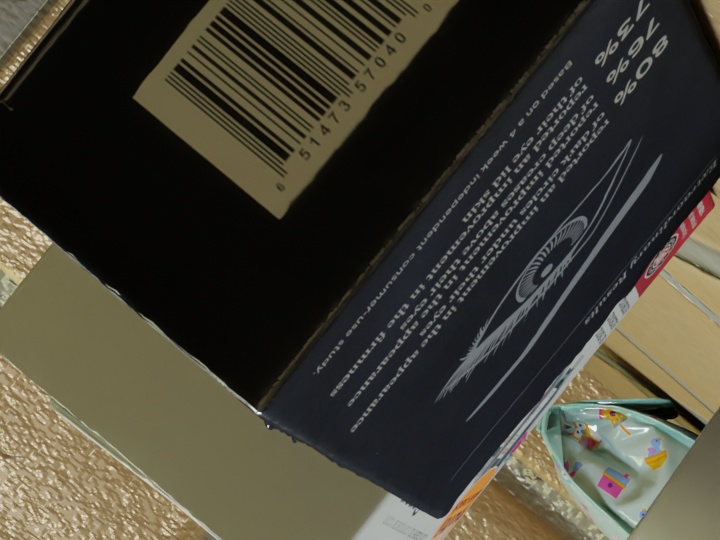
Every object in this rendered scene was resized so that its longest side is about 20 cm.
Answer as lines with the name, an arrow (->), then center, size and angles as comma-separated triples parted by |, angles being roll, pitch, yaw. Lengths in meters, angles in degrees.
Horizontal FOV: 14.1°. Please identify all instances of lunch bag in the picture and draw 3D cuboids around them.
lunch bag -> 0.235, 0.171, 2.361 | 0.200, 0.122, 0.170 | 33, 179, 10

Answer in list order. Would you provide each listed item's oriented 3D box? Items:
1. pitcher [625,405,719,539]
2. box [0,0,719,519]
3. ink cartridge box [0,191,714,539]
pitcher -> 0.171, 0.125, 0.873 | 0.200, 0.121, 0.172 | 36, 155, 7
box -> 0.008, -0.033, 0.755 | 0.104, 0.148, 0.200 | 39, 178, 18
ink cartridge box -> 0.000, 0.000, 0.981 | 0.144, 0.200, 0.145 | 39, 179, 14
